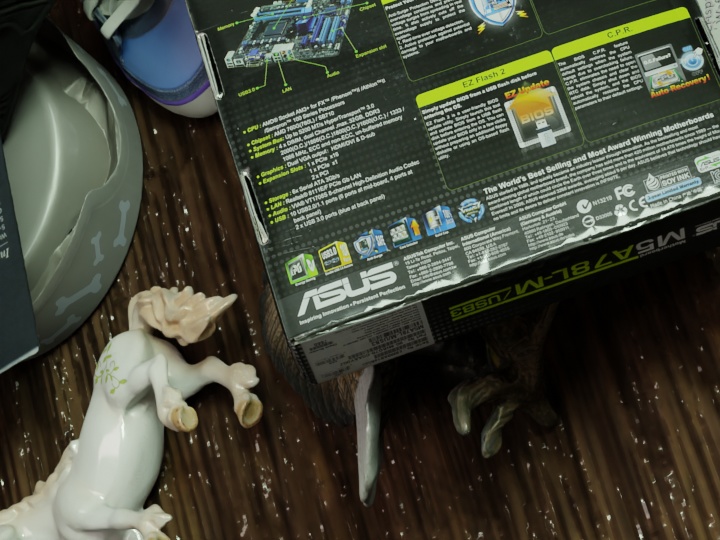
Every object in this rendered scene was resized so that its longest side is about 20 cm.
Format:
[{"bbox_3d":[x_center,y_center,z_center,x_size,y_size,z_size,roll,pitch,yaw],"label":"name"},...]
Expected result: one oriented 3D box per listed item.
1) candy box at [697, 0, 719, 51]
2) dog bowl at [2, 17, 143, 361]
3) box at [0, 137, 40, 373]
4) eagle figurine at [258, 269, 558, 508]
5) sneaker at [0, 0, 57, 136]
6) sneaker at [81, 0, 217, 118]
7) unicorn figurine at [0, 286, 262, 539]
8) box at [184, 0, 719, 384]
[{"bbox_3d":[0.189,-0.129,0.951,0.199,0.061,0.138,-8,73,33],"label":"candy box"},{"bbox_3d":[-0.198,-0.041,1.208,0.199,0.059,0.202,-11,71,33],"label":"dog bowl"},{"bbox_3d":[-0.252,-0.044,1.084,0.148,0.107,0.202,18,127,37],"label":"box"},{"bbox_3d":[0.004,-0.002,1.012,0.199,0.151,0.153,33,106,25],"label":"eagle figurine"},{"bbox_3d":[-0.199,-0.152,1.109,0.115,0.076,0.200,53,140,17],"label":"sneaker"},{"bbox_3d":[-0.145,-0.174,1.150,0.080,0.146,0.201,-38,58,21],"label":"sneaker"},{"bbox_3d":[-0.123,0.099,1.115,0.137,0.074,0.201,19,74,47],"label":"unicorn figurine"},{"bbox_3d":[0.041,-0.075,0.921,0.198,0.048,0.194,-19,60,0],"label":"box"}]
